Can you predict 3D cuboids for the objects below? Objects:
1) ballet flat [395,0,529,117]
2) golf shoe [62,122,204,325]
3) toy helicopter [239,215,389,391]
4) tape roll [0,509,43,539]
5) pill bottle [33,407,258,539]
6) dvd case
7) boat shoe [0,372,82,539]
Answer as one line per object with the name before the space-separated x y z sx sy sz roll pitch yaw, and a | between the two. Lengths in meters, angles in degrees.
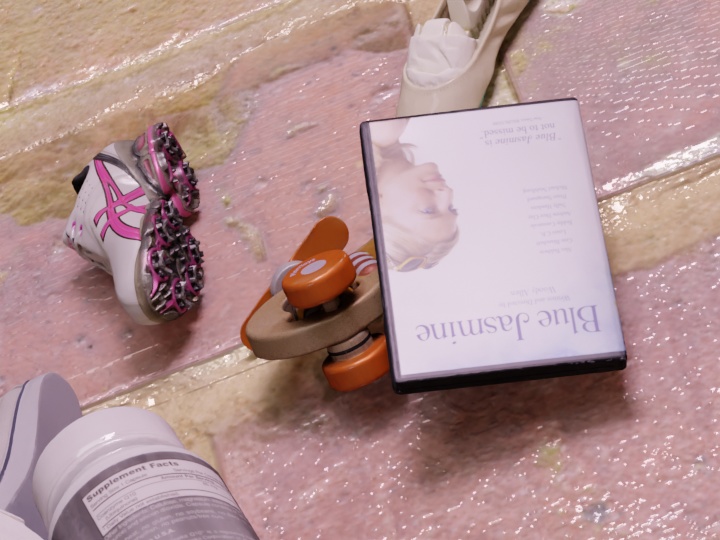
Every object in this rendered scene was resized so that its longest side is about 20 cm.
ballet flat | 0.067 -0.169 1.762 0.069 0.070 0.200 4 50 28
golf shoe | -0.159 -0.020 1.722 0.092 0.073 0.200 -24 32 11
toy helicopter | 0.000 0.000 1.629 0.132 0.079 0.200 -6 27 49
tape roll | -0.251 0.241 1.383 0.202 0.139 0.203 9 60 -16
pill bottle | -0.115 0.175 1.461 0.114 0.114 0.200 -31 43 -7
dvd case | 0.079 -0.018 1.547 0.143 0.018 0.200 -6 57 -2
boat shoe | -0.229 0.150 1.588 0.070 0.071 0.200 -21 40 22
